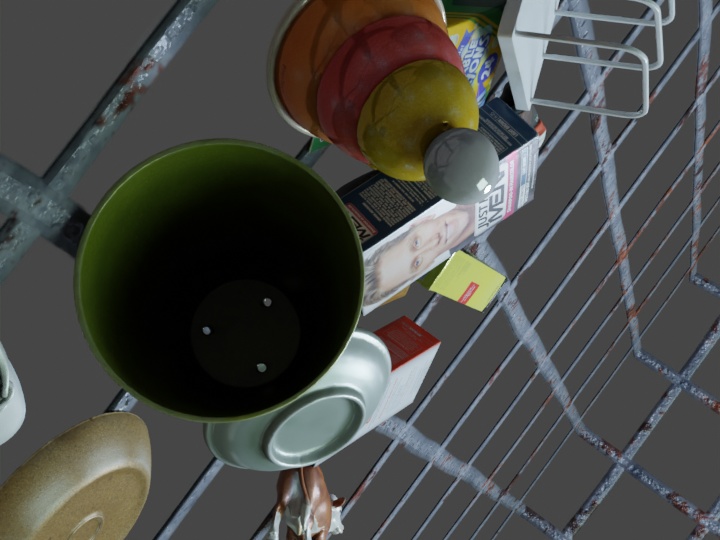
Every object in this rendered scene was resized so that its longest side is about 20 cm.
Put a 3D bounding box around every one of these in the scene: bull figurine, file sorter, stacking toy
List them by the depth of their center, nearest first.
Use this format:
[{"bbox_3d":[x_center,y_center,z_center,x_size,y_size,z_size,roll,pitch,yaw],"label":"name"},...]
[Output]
[{"bbox_3d":[0.033,-0.107,0.781,0.146,0.200,0.146,-19,138,-18],"label":"stacking toy"},{"bbox_3d":[0.210,-0.249,0.983,0.139,0.124,0.200,51,54,-67],"label":"file sorter"},{"bbox_3d":[-0.065,0.295,1.354,0.200,0.065,0.122,73,22,-54],"label":"bull figurine"}]

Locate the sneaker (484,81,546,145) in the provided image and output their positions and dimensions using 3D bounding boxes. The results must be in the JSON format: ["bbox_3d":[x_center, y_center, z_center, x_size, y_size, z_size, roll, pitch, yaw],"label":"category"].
[{"bbox_3d":[0.095,-0.127,1.115,0.200,0.077,0.082,-34,120,-29],"label":"sneaker"}]

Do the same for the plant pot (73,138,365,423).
[{"bbox_3d":[-0.093,0.026,0.821,0.187,0.187,0.200,-50,173,-11],"label":"plant pot"}]

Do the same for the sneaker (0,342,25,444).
[{"bbox_3d":[-0.242,0.069,0.681,0.073,0.071,0.200,-47,157,-18],"label":"sneaker"}]

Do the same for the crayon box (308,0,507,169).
[{"bbox_3d":[0.050,-0.166,0.961,0.200,0.052,0.126,-30,148,-45],"label":"crayon box"}]

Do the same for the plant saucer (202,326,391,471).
[{"bbox_3d":[-0.052,0.139,1.100,0.200,0.050,0.200,-20,140,-17],"label":"plant saucer"}]

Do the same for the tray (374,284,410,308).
[{"bbox_3d":[0.000,0.000,1.121,0.200,0.037,0.099,-20,140,-53],"label":"tray"}]

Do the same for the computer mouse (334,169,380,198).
[{"bbox_3d":[0.060,-0.089,1.036,0.200,0.034,0.059,-27,164,-14],"label":"computer mouse"}]

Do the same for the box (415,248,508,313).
[{"bbox_3d":[0.085,-0.005,1.142,0.050,0.075,0.200,-56,159,4],"label":"box"}]

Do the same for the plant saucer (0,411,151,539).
[{"bbox_3d":[-0.239,0.208,0.937,0.200,0.035,0.200,-43,155,-26],"label":"plant saucer"}]

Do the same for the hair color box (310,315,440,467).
[{"bbox_3d":[0.001,0.132,1.279,0.200,0.061,0.102,-25,145,-52],"label":"hair color box"}]

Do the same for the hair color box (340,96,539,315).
[{"bbox_3d":[0.061,-0.056,0.993,0.200,0.061,0.100,-34,151,-15],"label":"hair color box"}]
